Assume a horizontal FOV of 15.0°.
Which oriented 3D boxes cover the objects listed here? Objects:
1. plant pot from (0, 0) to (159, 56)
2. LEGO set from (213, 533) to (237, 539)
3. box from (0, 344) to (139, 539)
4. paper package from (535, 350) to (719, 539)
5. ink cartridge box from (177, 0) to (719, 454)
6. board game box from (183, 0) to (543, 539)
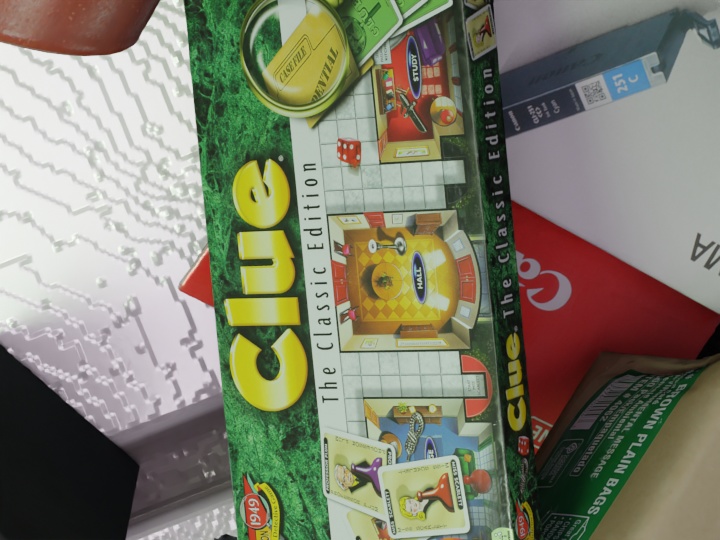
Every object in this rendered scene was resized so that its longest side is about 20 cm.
[{"bbox_3d":[-0.099,-0.185,0.846,0.200,0.201,0.196,24,108,-6],"label":"plant pot"},{"bbox_3d":[-0.040,0.181,0.968,0.200,0.116,0.154,-46,128,10],"label":"LEGO set"},{"bbox_3d":[-0.148,0.115,0.887,0.079,0.200,0.141,44,96,-9],"label":"box"},{"bbox_3d":[0.113,0.154,0.881,0.191,0.103,0.200,43,69,-20],"label":"paper package"},{"bbox_3d":[0.067,-0.022,0.909,0.199,0.045,0.177,27,100,-31],"label":"ink cartridge box"},{"bbox_3d":[0.000,0.000,0.835,0.104,0.023,0.201,-2,97,36],"label":"board game box"}]
